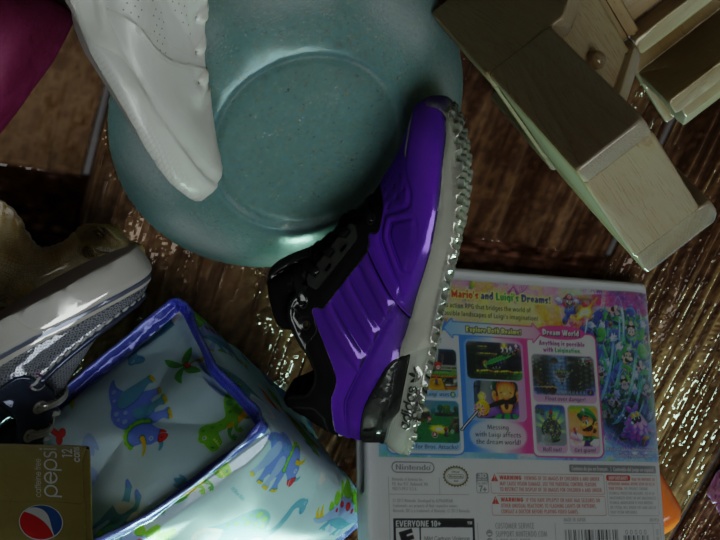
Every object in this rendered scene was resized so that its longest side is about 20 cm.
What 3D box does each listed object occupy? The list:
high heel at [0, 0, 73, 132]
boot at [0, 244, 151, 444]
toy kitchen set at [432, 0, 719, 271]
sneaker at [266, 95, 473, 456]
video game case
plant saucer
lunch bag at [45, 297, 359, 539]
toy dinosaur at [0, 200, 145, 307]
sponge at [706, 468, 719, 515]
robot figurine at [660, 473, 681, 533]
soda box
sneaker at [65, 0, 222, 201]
[{"bbox_3d":[-0.193,-0.039,0.703,0.096,0.067,0.200,-2,116,-36],"label":"high heel"},{"bbox_3d":[-0.174,0.071,0.725,0.200,0.073,0.090,-31,100,6],"label":"boot"},{"bbox_3d":[0.184,-0.106,0.740,0.200,0.181,0.163,-38,129,6],"label":"toy kitchen set"},{"bbox_3d":[0.000,0.000,0.770,0.099,0.070,0.201,12,108,5],"label":"sneaker"},{"bbox_3d":[0.091,0.091,0.867,0.199,0.183,0.024,4,165,-22],"label":"video game case"},{"bbox_3d":[-0.033,-0.076,0.772,0.200,0.039,0.201,-9,126,-13],"label":"plant saucer"},{"bbox_3d":[-0.121,0.137,0.814,0.200,0.127,0.170,-41,145,1],"label":"lunch bag"},{"bbox_3d":[-0.217,0.009,0.767,0.199,0.058,0.101,-1,108,-14],"label":"toy dinosaur"},{"bbox_3d":[0.364,0.140,1.072,0.200,0.030,0.112,8,120,-24],"label":"sponge"},{"bbox_3d":[0.112,0.185,0.958,0.200,0.144,0.117,-30,112,2],"label":"robot figurine"},{"bbox_3d":[-0.174,0.170,0.699,0.068,0.064,0.200,4,132,-16],"label":"soda box"},{"bbox_3d":[-0.094,-0.130,0.680,0.088,0.075,0.200,-27,117,-10],"label":"sneaker"}]
